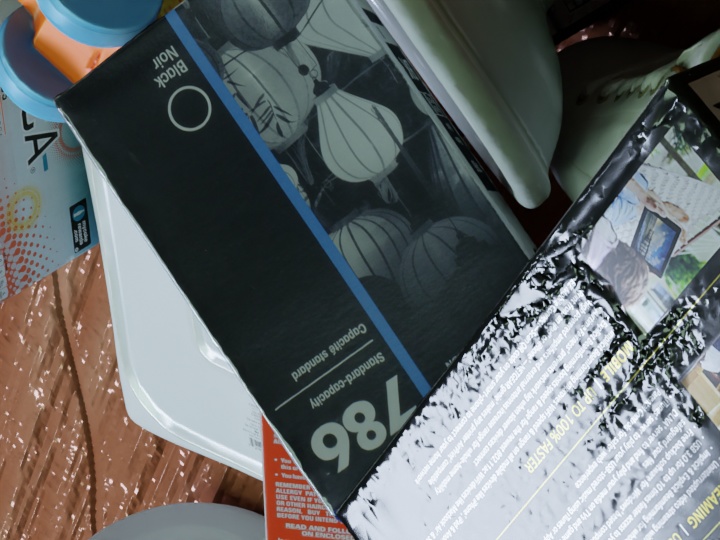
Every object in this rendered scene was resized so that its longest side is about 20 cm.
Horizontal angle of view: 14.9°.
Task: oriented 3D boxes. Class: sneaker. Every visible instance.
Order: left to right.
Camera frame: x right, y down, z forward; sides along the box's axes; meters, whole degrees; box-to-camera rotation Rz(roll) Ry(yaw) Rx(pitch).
[{"bbox_3d":[0.110,-0.048,0.813,0.200,0.072,0.085,42,149,56],"label":"sneaker"}]

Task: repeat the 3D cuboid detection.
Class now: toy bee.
[{"bbox_3d":[-0.091,-0.115,0.997,0.131,0.109,0.200,-20,121,45],"label":"toy bee"}]

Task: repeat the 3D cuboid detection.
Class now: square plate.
[{"bbox_3d":[-0.038,0.015,1.084,0.199,0.028,0.199,22,131,36],"label":"square plate"}]

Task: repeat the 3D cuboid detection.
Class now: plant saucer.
[{"bbox_3d":[0.011,-0.112,0.831,0.201,0.050,0.200,55,-177,-4],"label":"plant saucer"}]

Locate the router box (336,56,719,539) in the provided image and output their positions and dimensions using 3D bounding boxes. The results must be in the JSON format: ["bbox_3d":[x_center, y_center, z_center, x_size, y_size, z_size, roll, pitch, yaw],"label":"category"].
[{"bbox_3d":[0.092,0.061,0.738,0.149,0.051,0.200,52,135,17],"label":"router box"}]

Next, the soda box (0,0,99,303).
[{"bbox_3d":[-0.157,-0.089,1.101,0.063,0.068,0.201,25,133,35],"label":"soda box"}]

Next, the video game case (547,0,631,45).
[{"bbox_3d":[0.064,-0.176,0.836,0.200,0.025,0.181,-27,96,52],"label":"video game case"}]

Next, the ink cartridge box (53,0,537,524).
[{"bbox_3d":[0.000,0.000,0.859,0.099,0.039,0.201,-36,86,8],"label":"ink cartridge box"}]

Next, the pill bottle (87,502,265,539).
[{"bbox_3d":[-0.066,0.211,1.192,0.111,0.111,0.201,21,131,36],"label":"pill bottle"}]

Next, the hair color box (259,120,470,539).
[{"bbox_3d":[0.003,0.058,0.977,0.063,0.111,0.201,5,123,8],"label":"hair color box"}]
